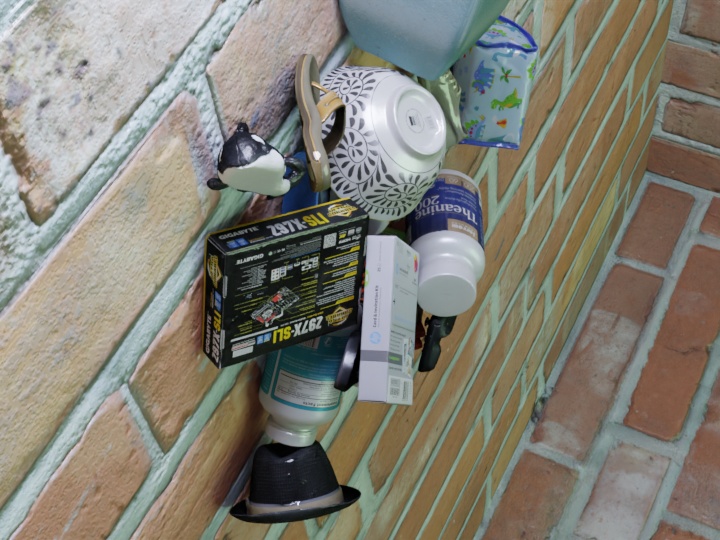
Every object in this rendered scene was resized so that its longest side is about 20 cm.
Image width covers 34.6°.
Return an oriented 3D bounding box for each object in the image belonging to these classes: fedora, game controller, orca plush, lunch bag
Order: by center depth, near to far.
[{"bbox_3d":[-0.107,-0.128,1.251,0.200,0.105,0.072,3,74,-67],"label":"orca plush"},{"bbox_3d":[-0.092,0.279,1.567,0.200,0.199,0.092,-5,89,-69],"label":"fedora"},{"bbox_3d":[0.116,0.068,1.670,0.200,0.042,0.105,-59,173,-64],"label":"game controller"},{"bbox_3d":[0.193,-0.304,1.806,0.200,0.126,0.171,-96,-166,-62],"label":"lunch bag"}]

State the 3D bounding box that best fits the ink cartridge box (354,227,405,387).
[{"bbox_3d":[0.017,0.054,1.724,0.200,0.084,0.147,-51,152,-41],"label":"ink cartridge box"}]

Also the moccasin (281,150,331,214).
[{"bbox_3d":[-0.061,-0.047,1.429,0.068,0.080,0.201,-20,128,-60],"label":"moccasin"}]

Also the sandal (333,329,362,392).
[{"bbox_3d":[0.011,0.116,1.504,0.200,0.043,0.077,-12,119,-75],"label":"sandal"}]

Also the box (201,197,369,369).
[{"bbox_3d":[-0.087,0.013,1.345,0.199,0.049,0.161,-17,131,-32],"label":"box"}]

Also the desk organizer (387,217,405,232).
[{"bbox_3d":[0.101,-0.033,1.876,0.072,0.077,0.200,-62,159,-22],"label":"desk organizer"}]

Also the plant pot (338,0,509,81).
[{"bbox_3d":[0.084,-0.351,1.386,0.196,0.195,0.201,-49,161,-46],"label":"plant pot"}]

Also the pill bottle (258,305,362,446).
[{"bbox_3d":[-0.071,0.127,1.524,0.111,0.110,0.201,-20,127,-65],"label":"pill bottle"}]

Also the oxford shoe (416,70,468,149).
[{"bbox_3d":[0.111,-0.265,1.644,0.075,0.057,0.201,-96,170,-59],"label":"oxford shoe"}]

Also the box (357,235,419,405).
[{"bbox_3d":[0.037,0.066,1.446,0.156,0.041,0.202,27,67,-75],"label":"box"}]

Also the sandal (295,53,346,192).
[{"bbox_3d":[-0.040,-0.166,1.297,0.081,0.054,0.201,81,0,-46],"label":"sandal"}]

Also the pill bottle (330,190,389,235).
[{"bbox_3d":[0.029,-0.147,1.533,0.200,0.109,0.110,-55,156,-35],"label":"pill bottle"}]

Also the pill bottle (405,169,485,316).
[{"bbox_3d":[0.116,-0.037,1.601,0.111,0.110,0.201,89,2,-45],"label":"pill bottle"}]

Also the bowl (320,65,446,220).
[{"bbox_3d":[0.042,-0.169,1.410,0.200,0.094,0.202,13,70,-39],"label":"bowl"}]

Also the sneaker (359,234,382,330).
[{"bbox_3d":[0.000,0.000,1.582,0.079,0.075,0.201,58,14,-46],"label":"sneaker"}]

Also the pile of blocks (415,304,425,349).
[{"bbox_3d":[0.075,0.071,1.678,0.082,0.062,0.201,20,89,-69],"label":"pile of blocks"}]
